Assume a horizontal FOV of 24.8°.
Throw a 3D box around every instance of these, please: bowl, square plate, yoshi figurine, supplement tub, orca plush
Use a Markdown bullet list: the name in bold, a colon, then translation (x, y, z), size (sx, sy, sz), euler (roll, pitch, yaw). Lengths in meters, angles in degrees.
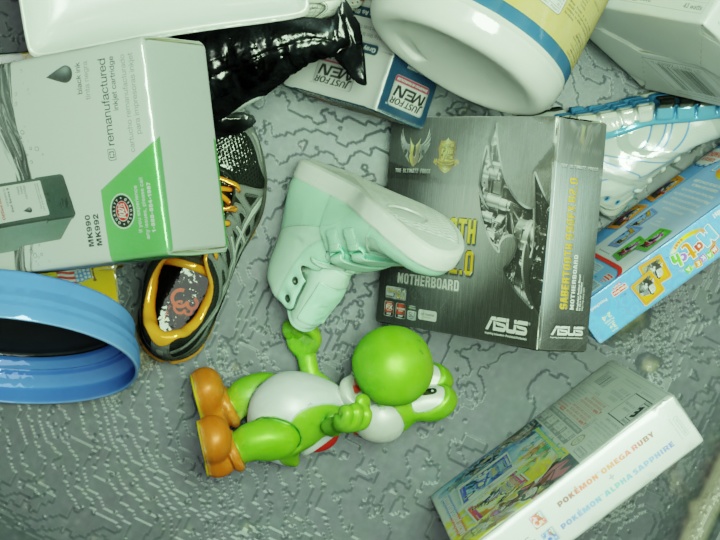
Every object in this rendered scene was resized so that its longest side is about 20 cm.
- **bowl**: translation (-0.257, 0.048, 1.175), size (0.199, 0.201, 0.040), euler (3, 68, -2)
- **square plate**: translation (-0.146, -0.259, 1.120), size (0.196, 0.028, 0.202), euler (-10, 100, -4)
- **yoshi figurine**: translation (-0.027, 0.087, 1.226), size (0.198, 0.112, 0.113), euler (-10, 86, -5)
- **supplement tub**: translation (0.110, -0.224, 1.118), size (0.144, 0.145, 0.201), euler (28, 81, -3)
- **orca plush**: translation (-0.094, -0.127, 1.164), size (0.198, 0.071, 0.106), euler (-1, 126, 13)

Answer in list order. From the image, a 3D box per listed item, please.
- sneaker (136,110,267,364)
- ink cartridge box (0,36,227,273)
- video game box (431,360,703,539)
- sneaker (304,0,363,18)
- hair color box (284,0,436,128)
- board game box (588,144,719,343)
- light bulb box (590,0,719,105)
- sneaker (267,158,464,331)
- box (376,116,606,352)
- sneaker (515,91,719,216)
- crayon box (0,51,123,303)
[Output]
- **sneaker**: translation (-0.119, -0.026, 1.231), size (0.078, 0.077, 0.202), euler (13, 89, 0)
- **ink cartridge box**: translation (-0.202, -0.072, 1.131), size (0.199, 0.084, 0.147), euler (-7, 91, 26)
- **video game box**: translation (0.142, 0.146, 1.187), size (0.182, 0.200, 0.047), euler (-35, 95, 0)
- **sneaker**: translation (-0.085, -0.182, 1.215), size (0.199, 0.078, 0.083), euler (-11, 118, 23)
- **hair color box**: translation (0.025, -0.216, 1.214), size (0.100, 0.060, 0.201), euler (20, 92, 41)
- **board game box**: translation (0.230, -0.029, 1.206), size (0.199, 0.151, 0.037), euler (-37, 99, 0)
- **light bulb box**: translation (0.272, -0.231, 1.158), size (0.125, 0.198, 0.201), euler (35, 87, -30)
- **sneaker**: translation (0.000, 0.000, 1.192), size (0.073, 0.200, 0.119), euler (13, 100, -33)
- **box**: translation (0.089, -0.031, 1.181), size (0.048, 0.199, 0.160), euler (3, 94, -34)
- **sneaker**: translation (0.208, -0.088, 1.252), size (0.198, 0.075, 0.087), euler (-9, 104, 3)
- **crayon box**: translation (-0.249, -0.063, 1.237), size (0.126, 0.051, 0.202), euler (-4, 92, -2)
